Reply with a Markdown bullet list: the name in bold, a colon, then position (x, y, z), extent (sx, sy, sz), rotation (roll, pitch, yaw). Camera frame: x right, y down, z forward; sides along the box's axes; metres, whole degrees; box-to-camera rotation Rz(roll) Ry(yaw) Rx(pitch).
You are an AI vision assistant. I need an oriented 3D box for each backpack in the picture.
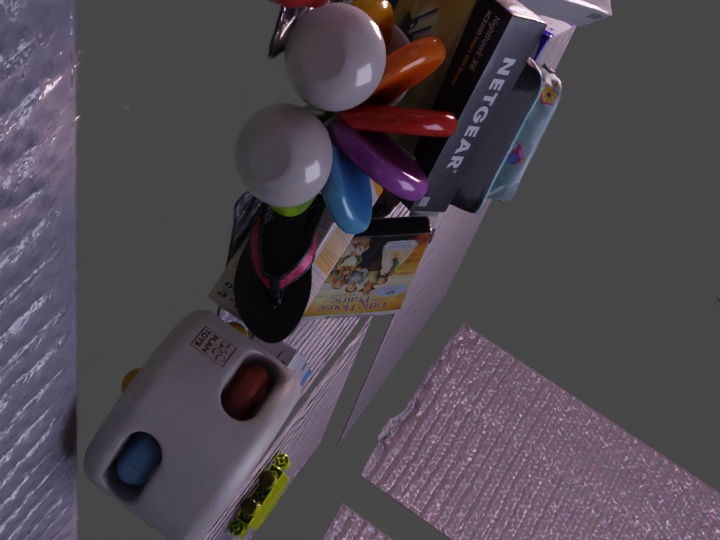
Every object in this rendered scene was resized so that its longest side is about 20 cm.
- **backpack**: position (0.101, -0.173, 1.128), extent (0.152, 0.200, 0.177), rotation (8, 117, -30)

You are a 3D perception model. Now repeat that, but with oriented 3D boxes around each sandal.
- **sandal**: position (-0.071, -0.031, 1.016), extent (0.045, 0.074, 0.202), rotation (-80, -174, -86)

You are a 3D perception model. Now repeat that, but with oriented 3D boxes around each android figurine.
- **android figurine**: position (-0.191, 0.441, 2.118), extent (0.183, 0.041, 0.200), rotation (-56, 170, -12)

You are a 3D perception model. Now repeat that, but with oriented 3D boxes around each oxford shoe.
- **oxford shoe**: position (0.020, -0.098, 1.352), extent (0.073, 0.071, 0.200), rotation (-50, 170, -8)

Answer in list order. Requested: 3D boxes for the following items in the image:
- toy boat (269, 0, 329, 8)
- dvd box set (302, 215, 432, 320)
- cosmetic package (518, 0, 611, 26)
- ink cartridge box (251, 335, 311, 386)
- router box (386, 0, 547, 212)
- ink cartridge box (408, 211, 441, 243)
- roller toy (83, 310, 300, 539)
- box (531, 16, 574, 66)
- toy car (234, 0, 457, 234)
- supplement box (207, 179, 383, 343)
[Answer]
- **toy boat**: position (0.013, -0.236, 0.647), extent (0.131, 0.130, 0.201), rotation (-50, 169, -39)
- **dvd box set**: position (0.000, 0.000, 1.401), extent (0.201, 0.145, 0.030), rotation (110, -27, -56)
- **cosmetic package**: position (0.182, -0.317, 1.135), extent (0.199, 0.050, 0.084), rotation (3, 84, -41)
- **ink cartridge box**: position (-0.126, 0.144, 1.382), extent (0.116, 0.066, 0.200), rotation (-56, 171, -10)
- **router box**: position (0.059, -0.179, 0.995), extent (0.052, 0.157, 0.201), rotation (-1, 128, -44)
- **ink cartridge box**: position (0.097, -0.157, 1.402), extent (0.198, 0.043, 0.202), rotation (92, 7, -77)
- **roller toy**: position (-0.152, 0.133, 0.973), extent (0.201, 0.139, 0.182), rotation (-54, -178, -11)
- **box**: position (0.205, -0.293, 1.571), extent (0.185, 0.104, 0.200), rotation (-61, 171, 24)
- **toy car**: position (0.001, -0.120, 0.910), extent (0.201, 0.149, 0.175), rotation (-60, 171, 15)
- **supplement box**: position (-0.063, -0.031, 1.111), extent (0.201, 0.073, 0.126), rotation (-57, 171, -4)
